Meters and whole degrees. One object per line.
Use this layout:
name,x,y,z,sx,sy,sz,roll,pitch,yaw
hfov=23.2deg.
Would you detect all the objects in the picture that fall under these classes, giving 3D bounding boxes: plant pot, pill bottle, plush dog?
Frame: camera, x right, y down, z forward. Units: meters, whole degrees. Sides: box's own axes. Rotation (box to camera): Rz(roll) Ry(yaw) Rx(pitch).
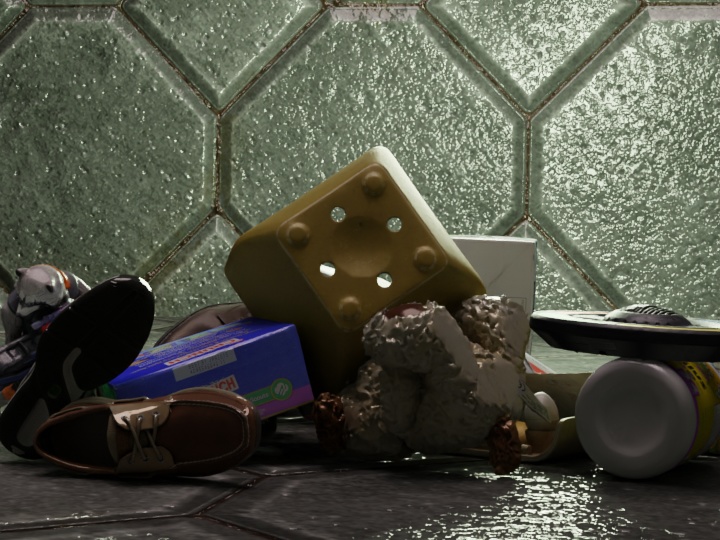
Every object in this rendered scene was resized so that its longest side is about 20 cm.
plant pot,0.000,0.000,1.618,0.195,0.194,0.200,-34,-9,-9
pill bottle,0.264,0.122,1.548,0.104,0.105,0.200,2,2,23
plush dog,0.052,0.116,1.529,0.171,0.161,0.200,-22,-10,36

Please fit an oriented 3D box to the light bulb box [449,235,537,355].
light bulb box,0.150,0.056,2.144,0.124,0.199,0.200,3,3,7

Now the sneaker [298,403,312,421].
sneaker,0.012,0.114,1.877,0.199,0.096,0.079,-9,-19,-21

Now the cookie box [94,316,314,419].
cookie box,-0.148,0.104,1.590,0.171,0.075,0.200,-18,5,-13

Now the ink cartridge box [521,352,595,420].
ink cartridge box,0.193,0.109,1.718,0.200,0.050,0.162,-5,-27,41

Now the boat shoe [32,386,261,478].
boat shoe,-0.175,0.137,1.412,0.199,0.076,0.072,-8,1,25

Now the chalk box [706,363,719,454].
chalk box,0.388,0.112,1.661,0.124,0.125,0.200,0,1,-43

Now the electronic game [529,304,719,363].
electronic game,0.243,0.050,1.486,0.199,0.042,0.200,3,3,0

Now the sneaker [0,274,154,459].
sneaker,-0.241,0.061,1.517,0.076,0.201,0.115,35,23,-13

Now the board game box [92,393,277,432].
board game box,-0.185,0.143,1.799,0.135,0.028,0.200,0,2,-26

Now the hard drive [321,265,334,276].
hard drive,-0.017,0.018,1.897,0.132,0.026,0.200,18,2,-33

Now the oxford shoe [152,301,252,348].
oxford shoe,-0.123,0.062,1.807,0.200,0.073,0.084,-24,3,-21

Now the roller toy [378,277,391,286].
roller toy,-0.041,0.083,2.081,0.199,0.140,0.182,4,13,16

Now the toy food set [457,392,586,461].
toy food set,0.143,0.138,1.653,0.199,0.061,0.143,3,2,38

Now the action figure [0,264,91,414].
action figure,-0.316,0.068,1.627,0.200,0.105,0.194,-24,-29,-33
